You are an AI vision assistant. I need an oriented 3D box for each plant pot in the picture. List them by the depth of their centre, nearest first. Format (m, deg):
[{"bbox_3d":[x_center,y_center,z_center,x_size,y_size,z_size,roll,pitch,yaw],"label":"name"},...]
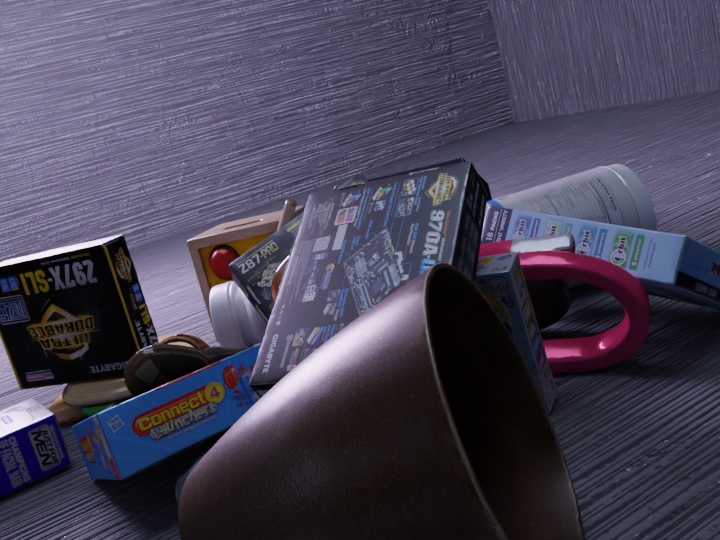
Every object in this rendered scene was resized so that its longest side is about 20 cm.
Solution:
[{"bbox_3d":[0.000,0.124,0.460,0.199,0.188,0.187,-27,7,20],"label":"plant pot"}]

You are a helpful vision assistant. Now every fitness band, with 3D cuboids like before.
[{"bbox_3d":[0.150,0.037,0.695,0.198,0.144,0.038,-7,41,29],"label":"fitness band"}]

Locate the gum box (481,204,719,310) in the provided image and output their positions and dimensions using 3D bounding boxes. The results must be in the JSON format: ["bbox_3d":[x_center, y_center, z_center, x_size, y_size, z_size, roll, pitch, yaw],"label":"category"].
[{"bbox_3d":[0.242,-0.011,0.750,0.169,0.045,0.199,15,0,-44],"label":"gum box"}]

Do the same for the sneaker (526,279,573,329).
[{"bbox_3d":[0.124,0.056,0.832,0.198,0.078,0.091,-17,18,31],"label":"sneaker"}]

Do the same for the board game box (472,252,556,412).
[{"bbox_3d":[0.056,0.064,0.688,0.198,0.136,0.034,-9,24,29],"label":"board game box"}]

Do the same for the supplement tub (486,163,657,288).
[{"bbox_3d":[0.236,-0.041,0.957,0.198,0.134,0.132,-17,12,-10],"label":"supplement tub"}]

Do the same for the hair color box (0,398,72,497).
[{"bbox_3d":[-0.413,0.206,0.814,0.199,0.066,0.109,-25,14,-30],"label":"hair color box"}]

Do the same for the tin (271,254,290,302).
[{"bbox_3d":[0.000,0.000,0.842,0.198,0.113,0.042,-21,50,-13],"label":"tin"}]

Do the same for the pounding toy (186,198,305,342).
[{"bbox_3d":[-0.135,-0.007,1.135,0.198,0.186,0.142,-11,13,20],"label":"pounding toy"}]

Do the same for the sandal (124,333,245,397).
[{"bbox_3d":[-0.192,0.098,0.877,0.082,0.055,0.199,-45,-19,18],"label":"sandal"}]

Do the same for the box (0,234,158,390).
[{"bbox_3d":[-0.350,0.054,0.957,0.198,0.162,0.049,-9,13,22],"label":"box"}]

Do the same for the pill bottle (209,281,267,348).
[{"bbox_3d":[-0.086,0.040,1.018,0.198,0.121,0.120,-15,12,5],"label":"pill bottle"}]

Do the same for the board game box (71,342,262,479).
[{"bbox_3d":[-0.157,0.127,0.743,0.194,0.056,0.200,-22,-3,-29],"label":"board game box"}]

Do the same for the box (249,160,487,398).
[{"bbox_3d":[0.011,0.011,0.628,0.157,0.046,0.202,-9,49,29],"label":"box"}]

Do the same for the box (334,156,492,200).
[{"bbox_3d":[0.090,-0.076,1.196,0.198,0.119,0.196,-11,-9,18],"label":"box"}]

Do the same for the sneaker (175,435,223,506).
[{"bbox_3d":[-0.071,0.143,0.658,0.199,0.075,0.080,-24,12,-41],"label":"sneaker"}]

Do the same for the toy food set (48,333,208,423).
[{"bbox_3d":[-0.284,0.135,1.012,0.196,0.049,0.199,-7,14,35],"label":"toy food set"}]

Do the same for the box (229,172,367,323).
[{"bbox_3d":[-0.028,0.003,0.926,0.199,0.162,0.049,-37,-16,-16],"label":"box"}]
